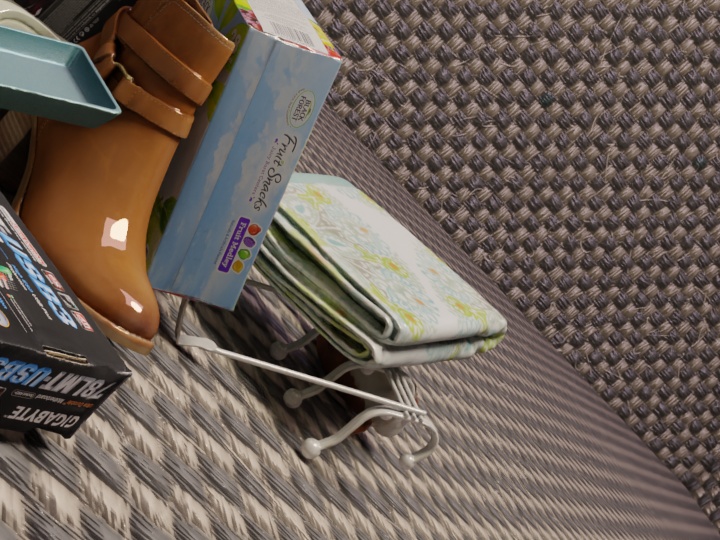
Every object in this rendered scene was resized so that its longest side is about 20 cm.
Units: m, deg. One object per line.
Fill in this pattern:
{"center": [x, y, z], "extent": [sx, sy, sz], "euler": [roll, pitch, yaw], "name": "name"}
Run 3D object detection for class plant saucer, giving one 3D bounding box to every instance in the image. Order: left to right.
{"center": [-0.216, -0.110, 0.768], "extent": [0.199, 0.019, 0.070], "euler": [12, 30, -39], "name": "plant saucer"}

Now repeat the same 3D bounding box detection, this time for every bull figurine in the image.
{"center": [-0.001, 0.051, 1.215], "extent": [0.200, 0.064, 0.123], "euler": [-132, -147, -75], "name": "bull figurine"}

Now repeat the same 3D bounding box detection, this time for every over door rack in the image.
{"center": [-0.052, 0.052, 1.033], "extent": [0.199, 0.067, 0.148], "euler": [30, 14, -23], "name": "over door rack"}

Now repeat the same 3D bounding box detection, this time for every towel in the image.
{"center": [0.000, 0.000, 1.082], "extent": [0.171, 0.048, 0.199], "euler": [44, 19, 20], "name": "towel"}

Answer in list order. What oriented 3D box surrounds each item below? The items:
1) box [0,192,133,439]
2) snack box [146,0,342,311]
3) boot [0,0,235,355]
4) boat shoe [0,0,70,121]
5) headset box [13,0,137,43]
{"center": [-0.201, -0.030, 0.610], "extent": [0.200, 0.050, 0.198], "euler": [51, 7, 21], "name": "box"}
{"center": [-0.092, -0.099, 0.965], "extent": [0.067, 0.170, 0.200], "euler": [16, 22, -24], "name": "snack box"}
{"center": [-0.120, -0.065, 0.838], "extent": [0.201, 0.155, 0.074], "euler": [53, 10, 36], "name": "boot"}
{"center": [-0.203, -0.117, 0.943], "extent": [0.060, 0.072, 0.202], "euler": [36, -6, 20], "name": "boat shoe"}
{"center": [-0.193, -0.199, 1.117], "extent": [0.075, 0.148, 0.200], "euler": [44, 10, -27], "name": "headset box"}
